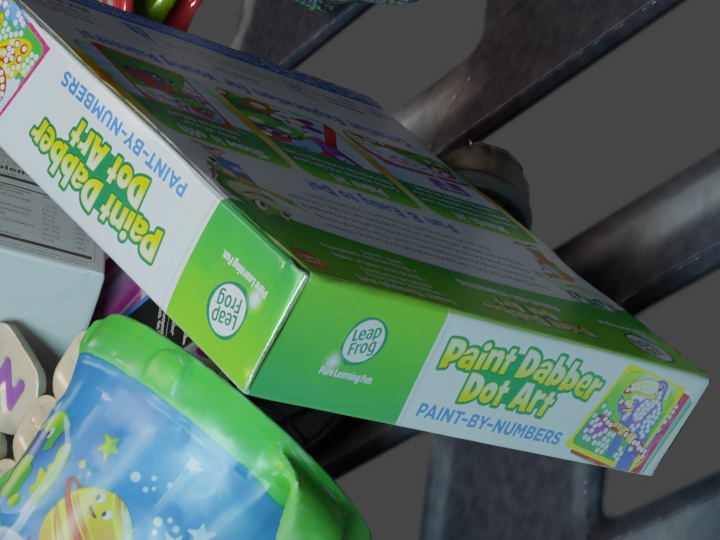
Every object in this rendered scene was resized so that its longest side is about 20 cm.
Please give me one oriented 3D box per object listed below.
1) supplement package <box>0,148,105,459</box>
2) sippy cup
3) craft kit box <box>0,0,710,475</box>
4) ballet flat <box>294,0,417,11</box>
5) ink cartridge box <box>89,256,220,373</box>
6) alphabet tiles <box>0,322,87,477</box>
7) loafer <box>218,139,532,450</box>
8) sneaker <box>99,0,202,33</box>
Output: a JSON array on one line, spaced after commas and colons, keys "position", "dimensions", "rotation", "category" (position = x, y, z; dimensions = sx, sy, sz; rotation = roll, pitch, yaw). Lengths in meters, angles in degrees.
[{"position": [-0.227, 0.038, 1.279], "dimensions": [0.111, 0.155, 0.201], "rotation": [-99, 27, -59], "category": "supplement package"}, {"position": [-0.086, 0.109, 0.970], "dimensions": [0.131, 0.139, 0.178], "rotation": [-50, -6, -14], "category": "sippy cup"}, {"position": [-0.014, -0.016, 0.825], "dimensions": [0.197, 0.199, 0.049], "rotation": [39, 106, 41], "category": "craft kit box"}, {"position": [0.002, -0.155, 1.139], "dimensions": [0.200, 0.074, 0.075], "rotation": [-11, 59, 61], "category": "ballet flat"}, {"position": [-0.079, 0.013, 1.204], "dimensions": [0.200, 0.037, 0.095], "rotation": [-32, 42, 48], "category": "ink cartridge box"}, {"position": [-0.147, 0.130, 1.179], "dimensions": [0.201, 0.015, 0.196], "rotation": [-55, 52, 24], "category": "alphabet tiles"}, {"position": [0.000, 0.000, 1.015], "dimensions": [0.200, 0.071, 0.063], "rotation": [-44, 27, 44], "category": "loafer"}, {"position": [-0.084, -0.198, 1.363], "dimensions": [0.085, 0.077, 0.201], "rotation": [43, 115, 52], "category": "sneaker"}]
